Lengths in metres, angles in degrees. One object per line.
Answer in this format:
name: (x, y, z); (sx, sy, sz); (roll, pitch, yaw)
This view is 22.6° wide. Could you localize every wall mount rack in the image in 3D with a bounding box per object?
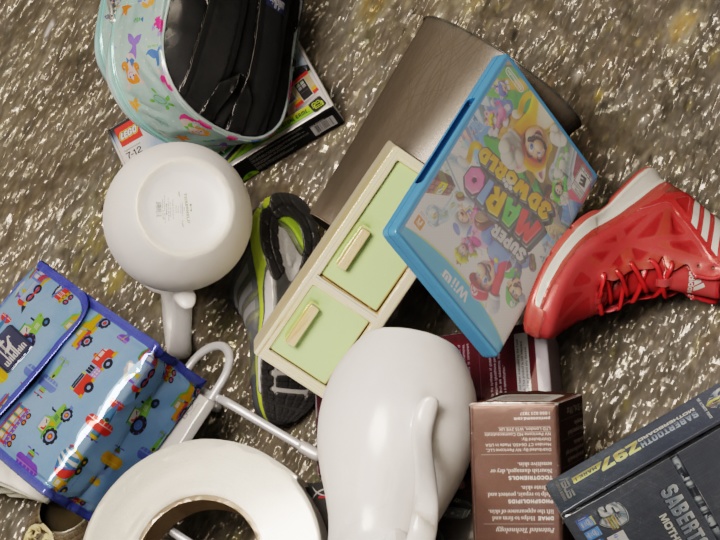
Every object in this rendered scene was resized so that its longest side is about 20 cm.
wall mount rack: (-0.132, 0.165, 1.499); (0.174, 0.075, 0.200); (18, 72, 53)

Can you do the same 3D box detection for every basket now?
basket: (0.061, -0.092, 1.541); (0.180, 0.136, 0.200); (34, 85, 39)

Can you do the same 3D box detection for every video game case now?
video game case: (0.107, -0.052, 1.422); (0.018, 0.143, 0.200); (-6, 42, 47)

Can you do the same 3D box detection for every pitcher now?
pitcher: (0.031, 0.142, 1.345); (0.121, 0.172, 0.200); (18, 65, -16)
pitcher: (-0.154, -0.015, 1.526); (0.121, 0.200, 0.172); (-8, 85, -12)

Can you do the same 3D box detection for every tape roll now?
tape roll: (-0.122, 0.232, 1.416); (0.203, 0.037, 0.203); (-5, 69, 12)

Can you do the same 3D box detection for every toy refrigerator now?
toy refrigerator: (0.000, 0.000, 1.447); (0.076, 0.070, 0.200); (34, 95, -8)

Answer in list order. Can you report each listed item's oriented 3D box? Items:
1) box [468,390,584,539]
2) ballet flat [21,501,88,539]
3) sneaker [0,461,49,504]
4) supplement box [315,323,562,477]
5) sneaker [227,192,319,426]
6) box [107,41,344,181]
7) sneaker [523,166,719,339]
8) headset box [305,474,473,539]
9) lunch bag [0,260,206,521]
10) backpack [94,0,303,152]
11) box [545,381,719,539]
box: (0.130, 0.195, 1.370); (0.075, 0.100, 0.200); (-1, 91, 17)
ballet flat: (-0.236, 0.178, 1.570); (0.067, 0.046, 0.200); (32, 81, 28)
sneaker: (-0.321, 0.134, 1.593); (0.200, 0.074, 0.116); (25, 82, 43)
supplement box: (0.065, 0.114, 1.487); (0.200, 0.061, 0.109); (-8, 65, 14)
sneaker: (-0.075, 0.037, 1.570); (0.081, 0.074, 0.200); (-18, 69, 56)
box: (-0.127, -0.134, 1.675); (0.200, 0.035, 0.110); (-31, 61, 4)
sneaker: (0.226, 0.002, 1.448); (0.116, 0.078, 0.200); (31, 59, 23)
headset box: (0.030, 0.269, 1.423); (0.149, 0.075, 0.200); (-4, 66, 17)
lunch bag: (-0.256, 0.091, 1.502); (0.200, 0.094, 0.151); (32, 81, 32)
backpack: (-0.143, -0.206, 1.596); (0.151, 0.178, 0.200); (-13, 66, 38)
box: (0.250, 0.198, 1.317); (0.158, 0.200, 0.051); (-30, 25, 3)
